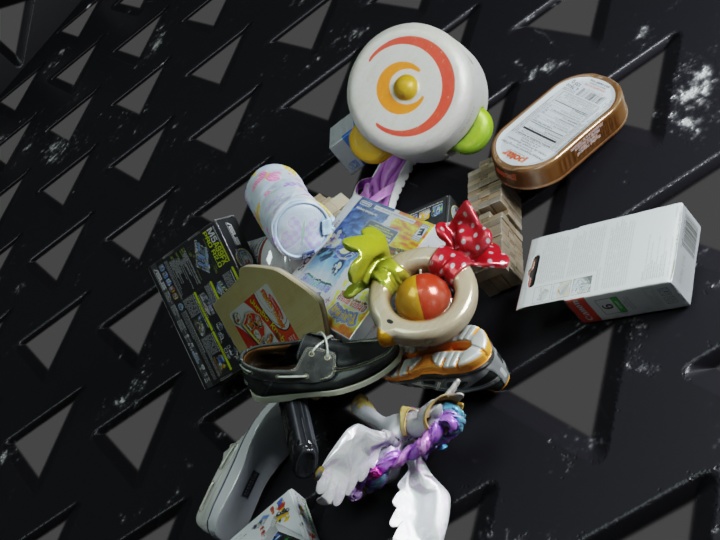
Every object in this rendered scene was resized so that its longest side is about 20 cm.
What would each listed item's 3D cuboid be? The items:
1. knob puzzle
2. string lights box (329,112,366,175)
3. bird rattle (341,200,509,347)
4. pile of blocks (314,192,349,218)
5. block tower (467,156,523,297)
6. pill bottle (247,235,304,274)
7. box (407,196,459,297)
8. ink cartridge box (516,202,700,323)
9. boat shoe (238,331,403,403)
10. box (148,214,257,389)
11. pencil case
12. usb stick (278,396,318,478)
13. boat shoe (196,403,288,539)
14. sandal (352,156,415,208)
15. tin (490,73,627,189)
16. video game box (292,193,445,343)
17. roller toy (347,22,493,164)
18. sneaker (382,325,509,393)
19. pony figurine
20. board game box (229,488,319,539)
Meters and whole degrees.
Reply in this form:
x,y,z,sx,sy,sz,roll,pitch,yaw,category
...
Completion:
x,y,z,sx,sy,sz,roll,pitch,yaw,category
-0.095,0.076,1.566,0.219,0.221,0.030,-2,17,46,knob puzzle
0.046,-0.241,1.835,0.200,0.059,0.103,-36,20,15,string lights box
0.078,0.018,1.411,0.199,0.113,0.164,-5,56,0,bird rattle
-0.047,-0.075,1.773,0.062,0.082,0.200,-37,20,-18,pile of blocks
0.171,-0.057,1.536,0.054,0.058,0.201,-24,38,29,block tower
-0.130,0.007,1.744,0.199,0.112,0.113,-16,44,36,pill bottle
0.044,0.003,1.607,0.199,0.044,0.161,-22,40,32,box
0.279,-0.001,1.367,0.199,0.050,0.109,-14,46,40,ink cartridge box
-0.049,0.108,1.441,0.199,0.068,0.072,-11,31,15,boat shoe
-0.199,0.047,1.705,0.160,0.201,0.044,-32,-8,35,box
-0.100,-0.086,1.663,0.090,0.084,0.200,-23,24,-9,pencil case
-0.079,0.175,1.470,0.200,0.032,0.056,-109,27,-59,usb stick
-0.147,0.250,1.557,0.065,0.072,0.201,11,72,46,boat shoe
0.018,-0.115,1.764,0.082,0.050,0.203,-4,53,45,sandal
0.253,-0.181,1.544,0.200,0.042,0.112,-40,40,-15,tin
0.000,0.000,1.566,0.183,0.047,0.200,-55,35,-8,video game box
0.077,-0.247,1.692,0.199,0.140,0.184,-7,87,18,roller toy
0.093,0.115,1.430,0.199,0.077,0.079,-2,52,54,sneaker
0.028,0.211,1.351,0.200,0.166,0.194,-21,35,58,pony figurine
-0.134,0.369,1.444,0.200,0.035,0.126,-41,34,8,board game box
